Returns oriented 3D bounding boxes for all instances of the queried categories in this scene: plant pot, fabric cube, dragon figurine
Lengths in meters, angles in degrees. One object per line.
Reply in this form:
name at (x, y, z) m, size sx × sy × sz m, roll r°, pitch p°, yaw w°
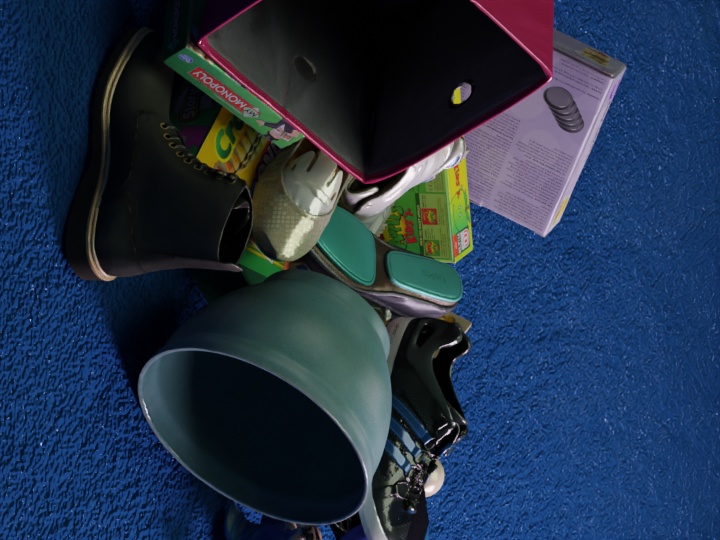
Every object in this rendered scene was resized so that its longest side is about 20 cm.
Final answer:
plant pot at (-0.056, 0.085, 1.606) m, size 0.134 × 0.200 × 0.201 m, roll -57°, pitch 142°, yaw -36°
fabric cube at (0.019, -0.227, 1.570) m, size 0.200 × 0.196 × 0.200 m, roll 39°, pitch 38°, yaw -31°
dragon figurine at (-0.085, 0.229, 1.734) m, size 0.200 × 0.099 × 0.059 m, roll -96°, pitch 174°, yaw -62°

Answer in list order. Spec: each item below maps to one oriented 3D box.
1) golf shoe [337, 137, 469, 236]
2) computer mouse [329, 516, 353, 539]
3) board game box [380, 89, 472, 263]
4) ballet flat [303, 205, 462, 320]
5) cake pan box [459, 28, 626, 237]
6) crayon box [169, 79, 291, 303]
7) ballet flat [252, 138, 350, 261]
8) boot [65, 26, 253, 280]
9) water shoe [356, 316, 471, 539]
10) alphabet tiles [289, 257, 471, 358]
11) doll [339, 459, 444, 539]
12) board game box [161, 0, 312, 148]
golf shoe at (-0.003, -0.073, 1.766) m, size 0.078 × 0.200 × 0.097 m, roll 53°, pitch 32°, yaw 10°
computer mouse at (-0.030, 0.164, 1.823) m, size 0.140 × 0.046 × 0.201 m, roll -126°, pitch -164°, yaw -85°
board game box at (0.045, -0.111, 1.929) m, size 0.048 × 0.101 × 0.201 m, roll -34°, pitch 122°, yaw -59°
ballet flat at (0.000, 0.000, 1.746) m, size 0.200 × 0.073 × 0.073 m, roll 24°, pitch 69°, yaw -39°
cake pan box at (0.128, -0.155, 1.940) m, size 0.052 × 0.200 × 0.185 m, roll -43°, pitch 156°, yaw -59°
crayon box at (-0.095, -0.093, 1.687) m, size 0.173 × 0.058 × 0.200 m, roll 65°, pitch 36°, yaw -43°
ballet flat at (-0.036, -0.089, 1.663) m, size 0.067 × 0.062 × 0.200 m, roll 34°, pitch 43°, yaw -10°
boot at (-0.131, -0.086, 1.523) m, size 0.077 × 0.138 × 0.201 m, roll 35°, pitch 60°, yaw -60°
water shoe at (0.046, 0.134, 1.662) m, size 0.071 × 0.079 × 0.201 m, roll 34°, pitch 59°, yaw -64°
alphabet tiles at (0.001, 0.039, 1.796) m, size 0.200 × 0.166 × 0.006 m, roll -46°, pitch 159°, yaw -54°
doll at (0.018, 0.220, 1.722) m, size 0.200 × 0.048 × 0.137 m, roll -48°, pitch 125°, yaw -44°
board game box at (-0.093, -0.211, 1.607) m, size 0.134 × 0.029 × 0.200 m, roll 36°, pitch 42°, yaw -37°
